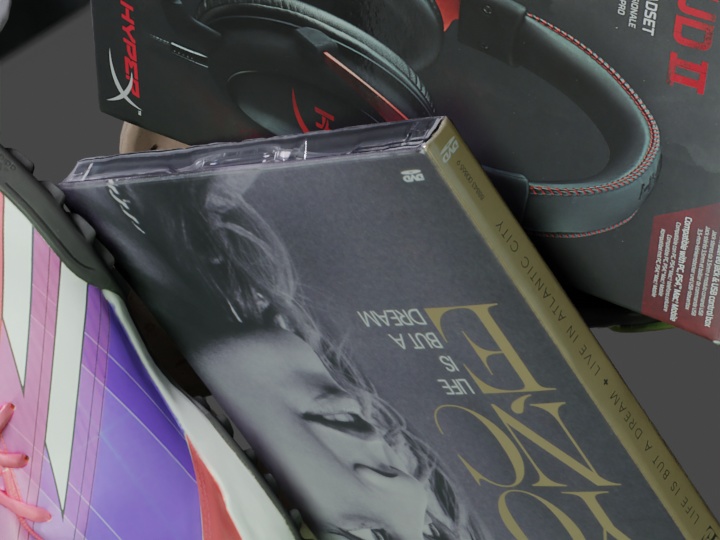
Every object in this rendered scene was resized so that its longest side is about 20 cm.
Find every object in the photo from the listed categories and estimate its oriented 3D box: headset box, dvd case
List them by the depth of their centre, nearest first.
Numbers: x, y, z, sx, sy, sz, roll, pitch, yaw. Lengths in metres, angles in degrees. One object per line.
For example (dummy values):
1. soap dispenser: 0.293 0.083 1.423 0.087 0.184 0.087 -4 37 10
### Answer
1. headset box: 0.036 -0.080 0.617 0.199 0.075 0.149 21 141 16
2. dvd case: 0.020 0.044 0.689 0.148 0.016 0.200 -3 131 48

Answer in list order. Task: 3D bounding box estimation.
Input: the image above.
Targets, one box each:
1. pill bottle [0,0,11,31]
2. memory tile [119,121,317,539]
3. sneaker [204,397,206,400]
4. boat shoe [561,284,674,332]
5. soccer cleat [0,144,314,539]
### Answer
1. pill bottle: -0.196 -0.040 0.782 0.111 0.111 0.200 46 120 -6
2. memory tile: 0.000 0.000 0.757 0.152 0.017 0.201 11 109 -3
3. sneaker: -0.114 0.108 0.844 0.199 0.075 0.079 -32 103 28
4. boat shoe: 0.087 -0.016 0.706 0.200 0.061 0.072 -4 107 4
5. soccer cleat: -0.092 0.034 0.714 0.200 0.073 0.068 55 161 -20
